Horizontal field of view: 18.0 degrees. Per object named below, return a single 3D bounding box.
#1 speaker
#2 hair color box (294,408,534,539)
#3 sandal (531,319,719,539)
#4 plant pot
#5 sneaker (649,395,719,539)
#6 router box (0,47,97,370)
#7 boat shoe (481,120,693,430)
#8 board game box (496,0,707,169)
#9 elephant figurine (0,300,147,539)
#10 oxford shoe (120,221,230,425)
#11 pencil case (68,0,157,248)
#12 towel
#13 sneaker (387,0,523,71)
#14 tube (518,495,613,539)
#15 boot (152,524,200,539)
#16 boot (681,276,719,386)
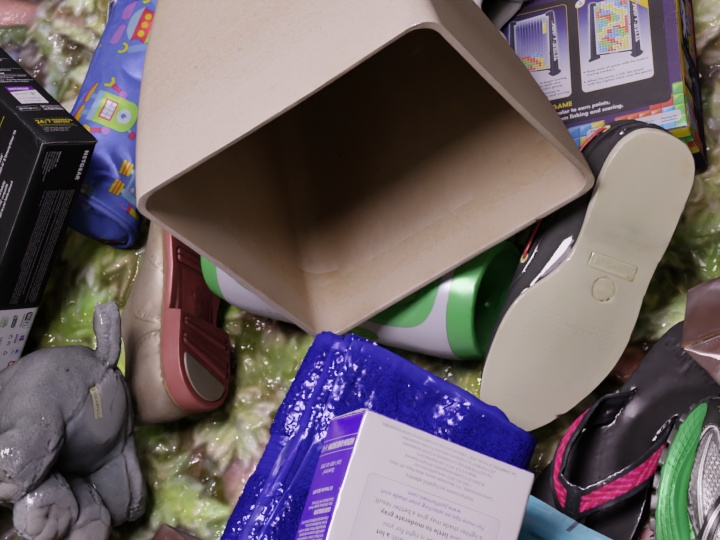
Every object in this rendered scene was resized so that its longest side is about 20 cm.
[{"bbox_3d":[0.000,0.000,1.442,0.199,0.088,0.089,12,69,29],"label":"speaker"},{"bbox_3d":[0.012,0.189,1.238,0.065,0.109,0.201,-26,44,66],"label":"hair color box"},{"bbox_3d":[0.151,0.105,1.341,0.075,0.045,0.200,30,79,33],"label":"sandal"},{"bbox_3d":[-0.012,-0.112,1.329,0.200,0.200,0.178,-30,52,19],"label":"plant pot"},{"bbox_3d":[0.208,0.168,1.273,0.085,0.078,0.201,-5,71,14],"label":"sneaker"},{"bbox_3d":[-0.265,-0.041,1.539,0.149,0.051,0.200,42,121,34],"label":"router box"},{"bbox_3d":[0.132,0.003,1.369,0.202,0.073,0.063,-62,16,6],"label":"boat shoe"},{"bbox_3d":[0.118,-0.128,1.476,0.199,0.057,0.166,-11,58,19],"label":"board game box"},{"bbox_3d":[-0.243,0.115,1.471,0.200,0.142,0.155,2,34,42],"label":"elephant figurine"},{"bbox_3d":[-0.132,0.009,1.506,0.075,0.070,0.201,-22,49,29],"label":"oxford shoe"},{"bbox_3d":[-0.161,-0.118,1.579,0.087,0.078,0.201,20,70,0],"label":"pencil case"},{"bbox_3d":[0.001,0.146,1.304,0.147,0.050,0.200,25,72,3],"label":"towel"},{"bbox_3d":[0.072,-0.207,1.471,0.099,0.078,0.201,-4,70,15],"label":"sneaker"},{"bbox_3d":[0.074,0.228,1.294,0.077,0.050,0.200,26,81,28],"label":"tube"},{"bbox_3d":[-0.115,0.265,1.359,0.200,0.064,0.186,-47,56,-10],"label":"boot"},{"bbox_3d":[0.292,0.046,1.285,0.199,0.064,0.187,-21,42,0],"label":"boot"}]
